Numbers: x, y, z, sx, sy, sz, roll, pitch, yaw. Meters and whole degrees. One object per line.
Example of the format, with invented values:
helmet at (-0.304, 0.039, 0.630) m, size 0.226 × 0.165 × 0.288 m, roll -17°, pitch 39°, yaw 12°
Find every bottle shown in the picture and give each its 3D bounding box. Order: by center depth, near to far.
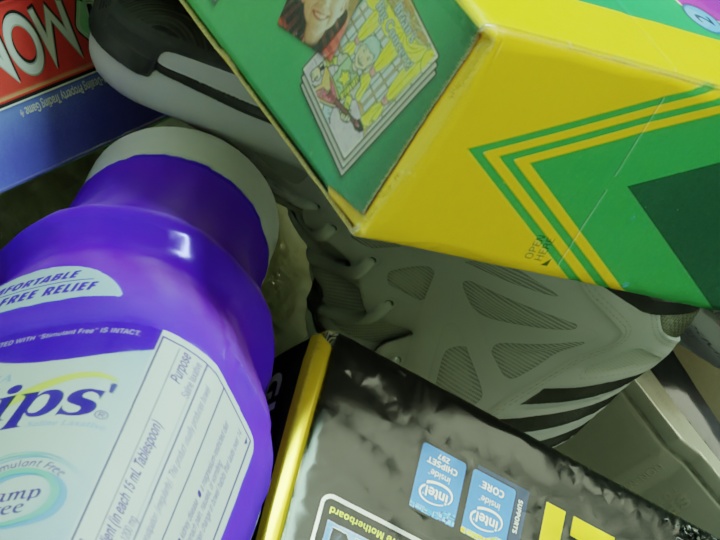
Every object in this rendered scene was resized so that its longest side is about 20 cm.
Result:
bottle at (-0.060, 0.041, 0.593) m, size 0.065 × 0.083 × 0.200 m, roll 64°, pitch 25°, yaw -27°

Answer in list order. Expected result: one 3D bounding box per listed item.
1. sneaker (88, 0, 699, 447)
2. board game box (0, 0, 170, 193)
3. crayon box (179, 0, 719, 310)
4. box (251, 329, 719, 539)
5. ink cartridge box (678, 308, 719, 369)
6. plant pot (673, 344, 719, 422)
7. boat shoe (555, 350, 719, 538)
sneaker at (0.000, 0.000, 0.727) m, size 0.200 × 0.115 × 0.076 m, roll 21°, pitch 24°, yaw -34°
board game box at (-0.117, -0.073, 0.638) m, size 0.135 × 0.029 × 0.200 m, roll 65°, pitch 25°, yaw -4°
crayon box at (0.031, -0.073, 0.684) m, size 0.172 × 0.058 × 0.200 m, roll 10°, pitch 31°, yaw -39°
box at (0.042, 0.128, 0.651) m, size 0.200 × 0.049 × 0.160 m, roll 29°, pitch 55°, yaw -23°
ink cartridge box at (0.157, -0.034, 0.806) m, size 0.050 × 0.161 × 0.200 m, roll 46°, pitch -1°, yaw -17°
plant pot at (0.164, -0.023, 0.989) m, size 0.200 × 0.134 × 0.200 m, roll 52°, pitch 20°, yaw -28°
boat shoe at (0.103, 0.077, 0.857) m, size 0.200 × 0.073 × 0.063 m, roll 55°, pitch 32°, yaw -13°
